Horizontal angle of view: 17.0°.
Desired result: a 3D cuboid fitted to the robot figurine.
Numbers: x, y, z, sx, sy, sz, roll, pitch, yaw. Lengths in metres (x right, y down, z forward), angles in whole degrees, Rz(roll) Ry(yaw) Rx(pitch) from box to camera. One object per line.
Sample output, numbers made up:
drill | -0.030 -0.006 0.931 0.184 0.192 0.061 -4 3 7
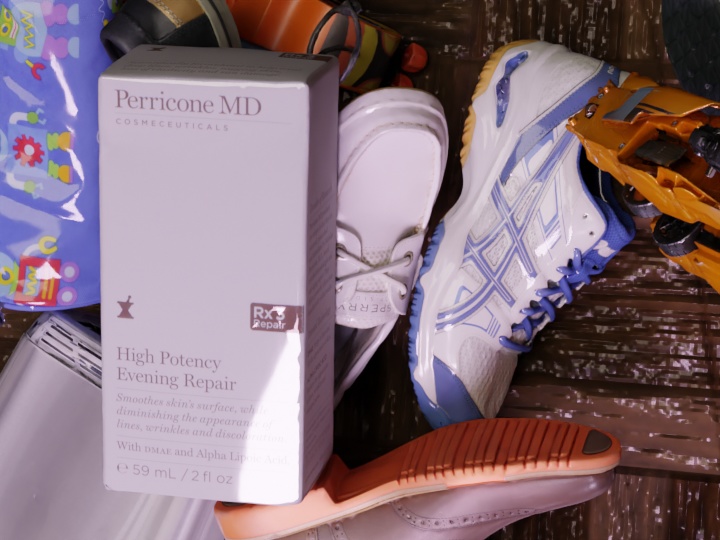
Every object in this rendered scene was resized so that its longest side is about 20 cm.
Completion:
robot figurine | 0.178 -0.025 1.062 0.058 0.145 0.200 -47 32 -9

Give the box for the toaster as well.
toaster | -0.128 0.106 1.246 0.200 0.114 0.129 30 96 25

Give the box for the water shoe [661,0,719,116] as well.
water shoe | 0.219 -0.086 1.121 0.200 0.079 0.072 48 147 40

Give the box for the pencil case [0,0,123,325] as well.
pencil case | -0.160 -0.076 1.211 0.087 0.078 0.201 7 107 14

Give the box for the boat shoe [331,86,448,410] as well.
boat shoe | 0.000 0.000 1.170 0.069 0.071 0.200 -102 24 -43

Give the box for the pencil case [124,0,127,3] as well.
pencil case | -0.197 -0.080 1.304 0.200 0.091 0.094 -21 73 21

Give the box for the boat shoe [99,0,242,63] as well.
boat shoe | -0.083 -0.062 1.202 0.062 0.200 0.075 -37 47 -22

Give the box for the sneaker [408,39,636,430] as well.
sneaker | 0.085 -0.010 1.171 0.088 0.075 0.201 15 95 23

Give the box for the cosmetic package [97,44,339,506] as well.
cosmetic package | -0.065 0.001 1.112 0.101 0.074 0.201 3 107 11

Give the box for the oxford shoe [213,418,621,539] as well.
oxford shoe | 0.033 0.120 1.148 0.200 0.071 0.073 -13 102 18

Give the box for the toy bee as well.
toy bee | -0.027 -0.116 1.229 0.131 0.109 0.200 -49 44 25
